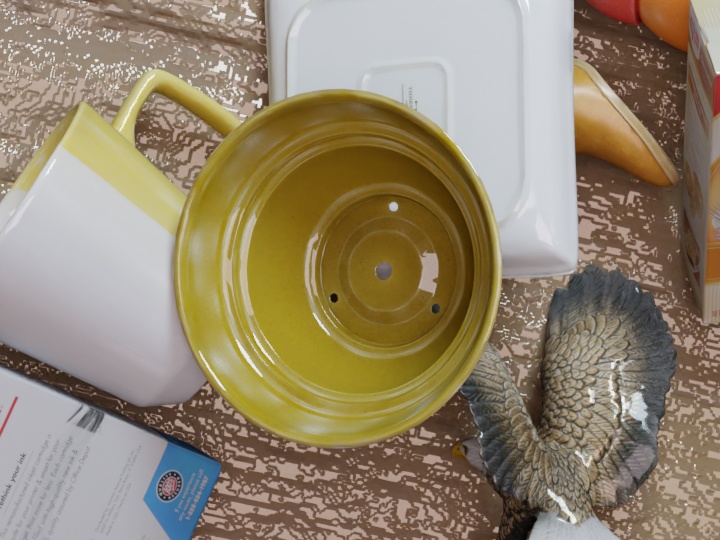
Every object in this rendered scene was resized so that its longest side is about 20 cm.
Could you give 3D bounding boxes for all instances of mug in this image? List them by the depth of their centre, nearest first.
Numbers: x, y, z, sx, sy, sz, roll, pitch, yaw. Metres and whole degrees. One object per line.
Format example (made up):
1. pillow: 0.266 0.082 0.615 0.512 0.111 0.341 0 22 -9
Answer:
1. mug: -0.135 -0.011 1.537 0.153 0.149 0.187 35 101 -10

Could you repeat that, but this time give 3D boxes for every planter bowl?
1. planter bowl: 0.000 0.000 1.476 0.200 0.083 0.201 -1 88 23

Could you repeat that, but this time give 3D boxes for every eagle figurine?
1. eagle figurine: 0.105 0.099 1.558 0.151 0.152 0.200 5 95 18

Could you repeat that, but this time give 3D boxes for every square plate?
1. square plate: 0.030 -0.091 1.538 0.198 0.028 0.200 -4 80 20

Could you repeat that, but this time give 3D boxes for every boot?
1. boot: 0.081 -0.081 1.586 0.201 0.071 0.144 44 94 4

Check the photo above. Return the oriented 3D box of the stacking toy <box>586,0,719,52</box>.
1. stacking toy: 0.145 -0.211 1.568 0.200 0.146 0.146 13 90 13

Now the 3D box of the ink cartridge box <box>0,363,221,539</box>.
1. ink cartridge box: -0.199 0.124 1.541 0.200 0.067 0.116 26 89 -22

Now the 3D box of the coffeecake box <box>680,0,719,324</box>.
1. coffeecake box: 0.272 -0.072 1.532 0.153 0.073 0.200 -7 134 -3
